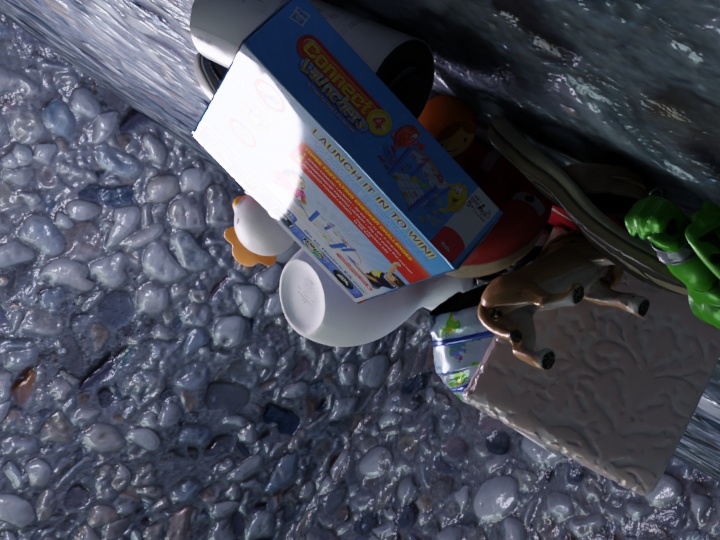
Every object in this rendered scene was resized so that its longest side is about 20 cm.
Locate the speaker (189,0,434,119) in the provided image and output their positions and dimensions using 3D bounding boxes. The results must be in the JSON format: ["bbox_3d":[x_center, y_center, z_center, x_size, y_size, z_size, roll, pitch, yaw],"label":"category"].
[{"bbox_3d":[-0.041,-0.172,0.689,0.200,0.081,0.081,30,176,31],"label":"speaker"}]

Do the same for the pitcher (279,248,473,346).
[{"bbox_3d":[0.000,0.000,0.968,0.199,0.122,0.172,-11,-140,-40],"label":"pitcher"}]

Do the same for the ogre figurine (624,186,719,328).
[{"bbox_3d":[0.258,0.021,0.519,0.199,0.099,0.120,6,158,26],"label":"ogre figurine"}]

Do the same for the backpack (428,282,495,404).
[{"bbox_3d":[0.170,0.063,0.911,0.199,0.155,0.163,2,180,-11],"label":"backpack"}]

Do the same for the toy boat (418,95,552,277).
[{"bbox_3d":[0.069,-0.090,0.744,0.199,0.131,0.131,31,147,20],"label":"toy boat"}]

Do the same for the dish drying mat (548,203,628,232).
[{"bbox_3d":[0.169,-0.063,0.842,0.077,0.018,0.200,34,176,-36],"label":"dish drying mat"}]

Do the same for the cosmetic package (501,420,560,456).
[{"bbox_3d":[0.246,0.120,1.195,0.164,0.201,0.165,31,177,24],"label":"cosmetic package"}]

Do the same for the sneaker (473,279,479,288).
[{"bbox_3d":[0.116,-0.032,1.180,0.199,0.084,0.121,25,-179,4],"label":"sneaker"}]

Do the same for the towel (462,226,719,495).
[{"bbox_3d":[0.225,0.083,0.827,0.199,0.192,0.032,27,178,-1],"label":"towel"}]

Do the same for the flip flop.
[{"bbox_3d":[0.176,-0.056,0.644,0.200,0.058,0.081,48,-172,25],"label":"flip flop"}]

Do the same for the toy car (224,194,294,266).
[{"bbox_3d":[-0.133,-0.099,1.238,0.176,0.200,0.184,33,-169,-11],"label":"toy car"}]

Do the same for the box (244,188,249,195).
[{"bbox_3d":[-0.004,-0.091,0.963,0.199,0.079,0.141,6,-169,-37],"label":"box"}]

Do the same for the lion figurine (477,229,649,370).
[{"bbox_3d":[0.154,0.014,0.716,0.199,0.073,0.122,-13,-160,-34],"label":"lion figurine"}]

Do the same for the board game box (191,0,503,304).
[{"bbox_3d":[-0.021,-0.074,0.650,0.200,0.056,0.196,46,160,-8],"label":"board game box"}]

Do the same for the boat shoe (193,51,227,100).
[{"bbox_3d":[-0.105,-0.204,1.047,0.200,0.075,0.093,44,146,-13],"label":"boat shoe"}]

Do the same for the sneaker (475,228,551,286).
[{"bbox_3d":[0.162,-0.016,0.972,0.077,0.082,0.200,25,178,1],"label":"sneaker"}]
